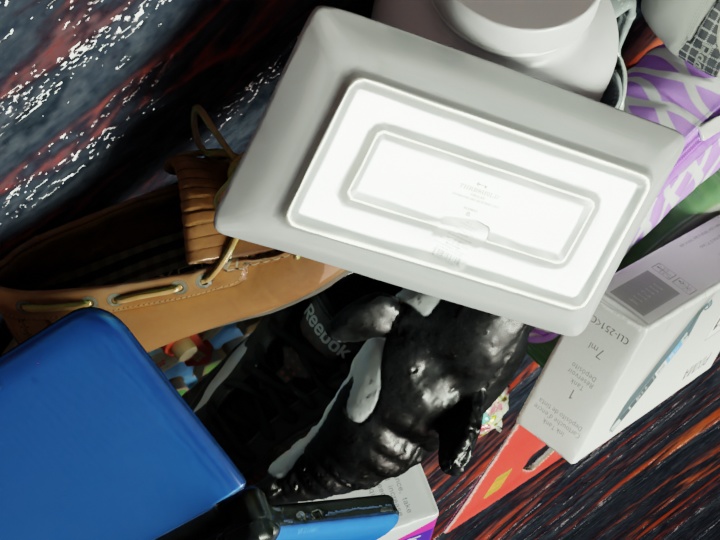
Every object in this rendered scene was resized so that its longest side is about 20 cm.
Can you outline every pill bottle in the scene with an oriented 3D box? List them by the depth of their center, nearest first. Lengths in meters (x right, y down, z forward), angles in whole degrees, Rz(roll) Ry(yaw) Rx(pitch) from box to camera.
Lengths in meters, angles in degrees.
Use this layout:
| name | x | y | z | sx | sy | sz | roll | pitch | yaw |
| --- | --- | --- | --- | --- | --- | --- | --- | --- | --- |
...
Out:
| name | x | y | z | sx | sy | sz | roll | pitch | yaw |
| --- | --- | --- | --- | --- | --- | --- | --- | --- | --- |
| pill bottle | 0.053 | -0.082 | 1.052 | 0.112 | 0.113 | 0.200 | -31 | 159 | -25 |

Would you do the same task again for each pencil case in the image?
| name | x | y | z | sx | sy | sz | roll | pitch | yaw |
| --- | --- | --- | --- | --- | --- | --- | --- | --- | --- |
| pencil case | 0.137 | -0.044 | 1.246 | 0.200 | 0.085 | 0.084 | -43 | 127 | -28 |

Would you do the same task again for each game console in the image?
| name | x | y | z | sx | sy | sz | roll | pitch | yaw |
| --- | --- | --- | --- | --- | --- | --- | --- | --- | --- |
| game console | -0.115 | 0.106 | 1.054 | 0.200 | 0.119 | 0.170 | -29 | 163 | 31 |

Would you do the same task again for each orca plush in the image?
| name | x | y | z | sx | sy | sz | roll | pitch | yaw |
| --- | --- | --- | --- | --- | --- | --- | --- | --- | --- |
| orca plush | 0.021 | 0.068 | 1.064 | 0.200 | 0.071 | 0.105 | -36 | 138 | 12 |

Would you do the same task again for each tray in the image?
| name | x | y | z | sx | sy | sz | roll | pitch | yaw |
| --- | --- | --- | --- | --- | --- | --- | --- | --- | --- |
| tray | 0.044 | -0.034 | 0.964 | 0.199 | 0.022 | 0.108 | 16 | 111 | -31 |

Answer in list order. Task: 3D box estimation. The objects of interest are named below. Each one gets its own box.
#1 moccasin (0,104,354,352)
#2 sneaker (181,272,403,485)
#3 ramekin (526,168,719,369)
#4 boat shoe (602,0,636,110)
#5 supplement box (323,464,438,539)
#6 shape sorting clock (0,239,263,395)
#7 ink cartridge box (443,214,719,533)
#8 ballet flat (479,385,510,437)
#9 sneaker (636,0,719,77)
| name | x | y | z | sx | sy | sz | roll | pitch | yaw |
| --- | --- | --- | --- | --- | --- | --- | --- | --- | --- |
| moccasin | -0.066 | -0.022 | 0.990 | 0.201 | 0.074 | 0.078 | -19 | 136 | 10 |
| sneaker | -0.036 | 0.054 | 1.139 | 0.200 | 0.071 | 0.098 | -39 | 167 | -13 |
| ramekin | 0.157 | -0.025 | 1.400 | 0.200 | 0.098 | 0.200 | -35 | 161 | -15 |
| boat shoe | 0.100 | -0.101 | 1.158 | 0.070 | 0.072 | 0.201 | -36 | 164 | -14 |
| supplement box | -0.069 | 0.130 | 1.227 | 0.199 | 0.104 | 0.101 | -20 | 163 | -8 |
| shape sorting clock | -0.097 | 0.027 | 1.127 | 0.200 | 0.039 | 0.200 | -35 | 160 | -15 |
| ink cartridge box | 0.145 | 0.066 | 1.284 | 0.200 | 0.045 | 0.177 | -24 | 146 | -57 |
| ballet flat | 0.049 | 0.049 | 1.286 | 0.076 | 0.064 | 0.200 | -39 | -168 | 11 |
| sneaker | 0.233 | -0.186 | 1.214 | 0.200 | 0.081 | 0.076 | -41 | 160 | -3 |
